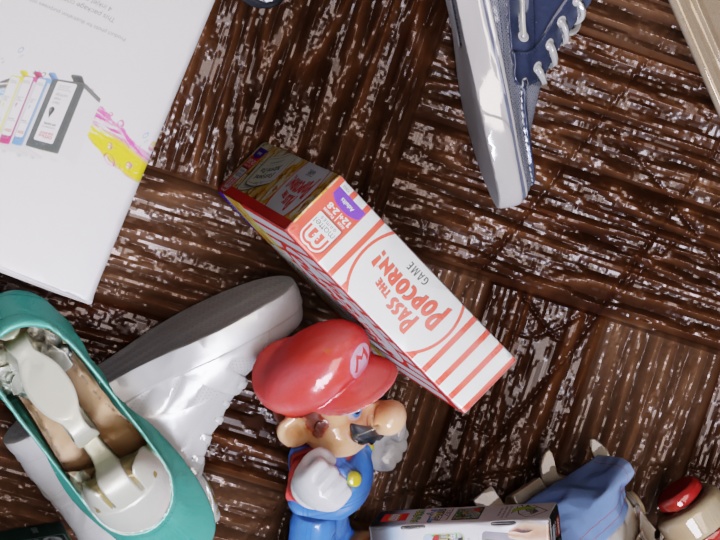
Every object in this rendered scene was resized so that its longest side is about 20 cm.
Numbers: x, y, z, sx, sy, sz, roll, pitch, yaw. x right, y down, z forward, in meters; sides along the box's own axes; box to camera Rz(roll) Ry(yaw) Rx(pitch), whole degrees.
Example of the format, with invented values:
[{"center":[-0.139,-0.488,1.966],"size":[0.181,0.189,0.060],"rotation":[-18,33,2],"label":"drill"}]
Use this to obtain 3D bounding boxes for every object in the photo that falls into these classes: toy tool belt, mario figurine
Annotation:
[{"center":[0.133,0.164,1.743],"size":[0.200,0.125,0.123],"rotation":[-37,101,-21],"label":"toy tool belt"},{"center":[-0.004,0.117,1.676],"size":[0.106,0.123,0.200],"rotation":[-13,130,-15],"label":"mario figurine"}]

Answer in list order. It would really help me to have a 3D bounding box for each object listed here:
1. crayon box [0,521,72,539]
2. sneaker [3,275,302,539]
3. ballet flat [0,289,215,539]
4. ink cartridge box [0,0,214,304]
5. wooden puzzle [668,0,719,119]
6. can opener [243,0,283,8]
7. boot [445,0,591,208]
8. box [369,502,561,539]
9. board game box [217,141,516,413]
[{"center":[-0.178,0.263,1.680],"size":[0.052,0.126,0.200],"rotation":[-9,100,-13],"label":"crayon box"},{"center":[-0.103,0.094,1.708],"size":[0.200,0.074,0.116],"rotation":[-31,106,2],"label":"sneaker"},{"center":[-0.158,0.100,1.632],"size":[0.067,0.070,0.200],"rotation":[-36,102,6],"label":"ballet flat"},{"center":[-0.192,-0.104,1.614],"size":[0.145,0.147,0.200],"rotation":[22,92,-16],"label":"ink cartridge box"},{"center":[0.303,-0.148,1.794],"size":[0.185,0.037,0.200],"rotation":[-27,99,-9],"label":"wooden puzzle"},{"center":[-0.116,-0.222,1.648],"size":[0.200,0.079,0.063],"rotation":[30,104,-24],"label":"can opener"},{"center":[0.104,-0.143,1.720],"size":[0.090,0.073,0.200],"rotation":[-12,100,-6],"label":"boot"},{"center":[0.071,0.240,1.663],"size":[0.110,0.035,0.200],"rotation":[-3,101,14],"label":"box"},{"center":[0.000,0.000,1.649],"size":[0.046,0.200,0.152],"rotation":[-45,105,-5],"label":"board game box"}]
